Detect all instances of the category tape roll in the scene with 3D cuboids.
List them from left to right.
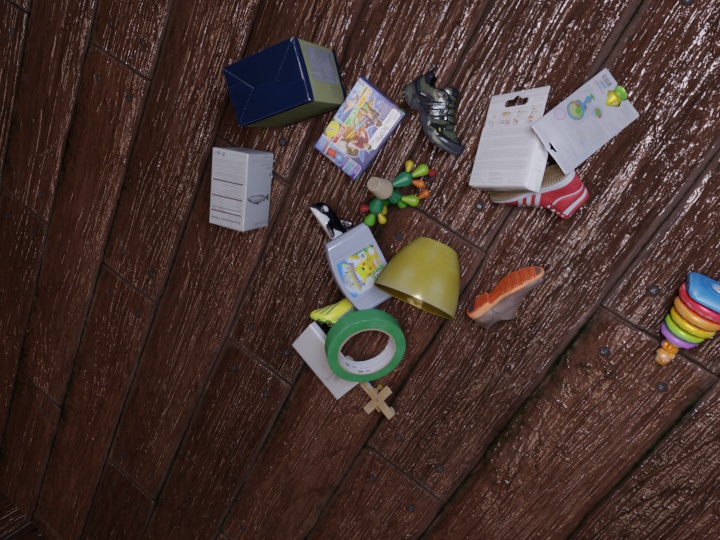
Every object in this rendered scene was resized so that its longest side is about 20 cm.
[{"bbox_3d":[0.012,0.190,1.272,0.200,0.048,0.201,-7,123,-10],"label":"tape roll"}]

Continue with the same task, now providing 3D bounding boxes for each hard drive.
[{"bbox_3d":[-0.094,0.249,1.392,0.200,0.027,0.132,49,136,6],"label":"hard drive"}]

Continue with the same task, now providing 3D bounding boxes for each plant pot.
[{"bbox_3d":[0.148,0.007,1.169,0.199,0.200,0.142,22,83,18],"label":"plant pot"}]

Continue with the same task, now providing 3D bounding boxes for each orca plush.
[{"bbox_3d":[-0.043,-0.096,1.283,0.071,0.105,0.200,-35,83,-4],"label":"orca plush"}]

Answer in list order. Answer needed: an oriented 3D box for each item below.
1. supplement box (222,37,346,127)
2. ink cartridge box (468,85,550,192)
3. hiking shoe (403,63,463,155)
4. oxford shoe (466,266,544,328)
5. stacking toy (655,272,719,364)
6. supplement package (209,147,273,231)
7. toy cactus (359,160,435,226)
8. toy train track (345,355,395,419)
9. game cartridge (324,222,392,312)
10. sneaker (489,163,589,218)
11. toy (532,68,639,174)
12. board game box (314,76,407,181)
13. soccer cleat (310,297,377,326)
[{"bbox_3d":[-0.168,-0.427,1.184,0.199,0.200,0.135,-10,100,26],"label":"supplement box"},{"bbox_3d":[0.316,-0.265,1.050,0.161,0.050,0.201,17,92,57],"label":"ink cartridge box"},{"bbox_3d":[0.179,-0.350,1.115,0.101,0.076,0.200,-35,86,30],"label":"hiking shoe"},{"bbox_3d":[0.341,0.062,1.155,0.073,0.071,0.200,44,122,-13],"label":"oxford shoe"},{"bbox_3d":[0.649,0.113,1.011,0.110,0.116,0.200,30,127,16],"label":"stacking toy"},{"bbox_3d":[-0.316,-0.218,1.350,0.117,0.117,0.201,14,108,21],"label":"supplement package"},{"bbox_3d":[0.067,-0.186,1.165,0.200,0.165,0.103,-31,69,22],"label":"toy cactus"},{"bbox_3d":[0.025,0.311,1.373,0.200,0.032,0.115,49,124,13],"label":"toy train track"},{"bbox_3d":[0.000,0.000,1.245,0.133,0.040,0.200,-31,104,-8],"label":"game cartridge"},{"bbox_3d":[0.378,-0.156,1.074,0.112,0.071,0.200,34,157,-29],"label":"sneaker"},{"bbox_3d":[0.430,-0.286,0.987,0.200,0.047,0.115,-38,94,-6],"label":"toy"},{"bbox_3d":[-0.002,-0.334,1.211,0.135,0.034,0.200,40,116,-1],"label":"board game box"},{"bbox_3d":[-0.044,0.103,1.346,0.199,0.065,0.084,-7,70,30],"label":"soccer cleat"}]
